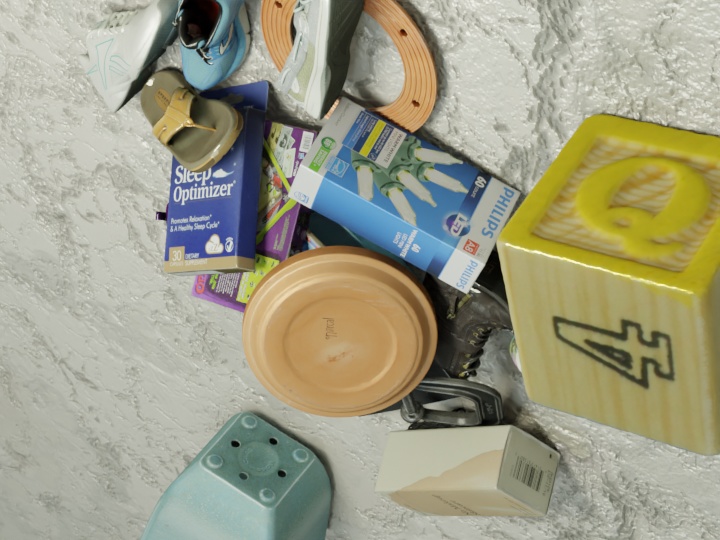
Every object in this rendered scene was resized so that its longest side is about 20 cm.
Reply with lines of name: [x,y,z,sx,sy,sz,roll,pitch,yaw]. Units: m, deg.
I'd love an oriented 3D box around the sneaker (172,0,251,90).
sneaker: [-0.158,-0.245,1.616,0.078,0.090,0.200,33,147,10]

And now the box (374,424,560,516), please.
box: [0.120,0.231,1.880,0.095,0.078,0.200,31,154,-34]

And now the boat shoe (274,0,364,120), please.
boat shoe: [-0.043,-0.221,1.523,0.065,0.075,0.202,27,151,9]

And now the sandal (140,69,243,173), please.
sandal: [-0.189,-0.162,1.697,0.054,0.081,0.200,28,-171,-40]

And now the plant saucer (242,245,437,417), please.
plant saucer: [-0.021,0.068,1.659,0.199,0.032,0.201,0,121,-1]

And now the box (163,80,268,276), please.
box: [-0.152,-0.097,1.710,0.121,0.201,0.032,-4,168,45]

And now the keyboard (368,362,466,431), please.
keyboard: [0.054,0.145,1.920,0.200,0.021,0.127,-16,117,51]

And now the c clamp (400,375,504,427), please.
c clamp: [0.074,0.137,1.790,0.170,0.027,0.200,1,159,14]

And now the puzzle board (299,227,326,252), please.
puzzle board: [-0.064,0.038,1.750,0.151,0.017,0.201,44,143,31]

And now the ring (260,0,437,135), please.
ring: [-0.010,-0.213,1.580,0.200,0.019,0.201,24,143,20]

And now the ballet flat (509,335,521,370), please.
ballet flat: [0.208,0.085,1.662,0.069,0.071,0.200,42,147,-17]

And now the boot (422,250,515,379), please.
boot: [0.127,0.054,1.673,0.200,0.069,0.174,38,144,19]

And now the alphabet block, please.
alphabet block: [0.255,0.009,1.432,0.196,0.196,0.201,14,137,29]

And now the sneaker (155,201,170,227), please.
sneaker: [-0.144,-0.071,1.784,0.200,0.087,0.075,-23,72,52]

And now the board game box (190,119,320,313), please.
board game box: [-0.106,-0.056,1.706,0.120,0.201,0.032,16,-176,33]

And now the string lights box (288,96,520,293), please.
string lights box: [0.043,-0.073,1.590,0.199,0.103,0.059,28,145,2]

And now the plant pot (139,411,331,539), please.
plant pot: [-0.151,0.305,2.147,0.195,0.196,0.200,31,137,12]

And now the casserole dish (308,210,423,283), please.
casserole dish: [0.000,0.000,1.791,0.200,0.039,0.121,46,145,-8]

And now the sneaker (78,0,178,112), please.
sneaker: [-0.249,-0.239,1.726,0.080,0.070,0.200,45,146,-4]
